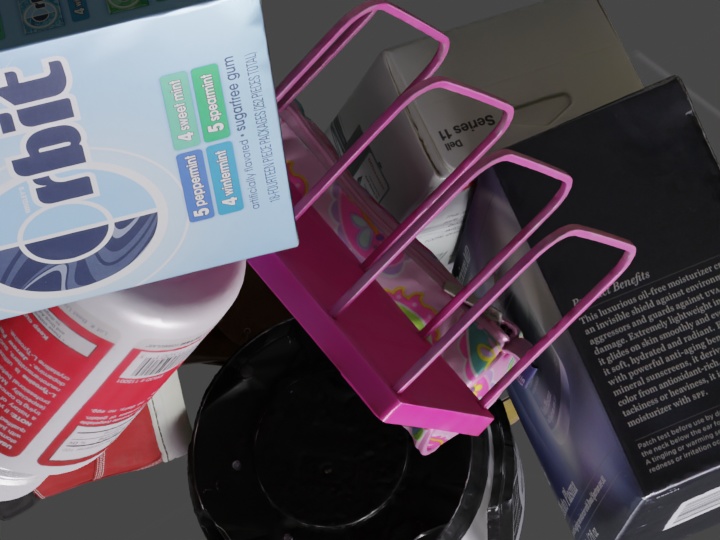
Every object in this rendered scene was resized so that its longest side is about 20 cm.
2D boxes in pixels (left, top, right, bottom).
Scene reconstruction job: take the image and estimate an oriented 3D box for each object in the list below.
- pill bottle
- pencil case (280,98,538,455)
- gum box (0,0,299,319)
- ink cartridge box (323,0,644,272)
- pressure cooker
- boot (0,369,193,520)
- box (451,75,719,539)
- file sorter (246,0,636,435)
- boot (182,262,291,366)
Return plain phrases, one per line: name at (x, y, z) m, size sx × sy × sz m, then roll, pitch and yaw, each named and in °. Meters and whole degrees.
pill bottle at (-0.148, 0.030, 1.398) m, size 0.112 × 0.113 × 0.200 m, roll -13°, pitch 156°, yaw -42°
pencil case at (0.000, 0.000, 1.464) m, size 0.087 × 0.200 × 0.087 m, roll -43°, pitch 169°, yaw -10°
gum box at (-0.133, -0.053, 1.184) m, size 0.199 × 0.045 × 0.170 m, roll -15°, pitch 144°, yaw -5°
ink cartridge box at (0.055, -0.063, 1.584) m, size 0.146 × 0.083 × 0.200 m, roll -18°, pitch 164°, yaw -27°
pressure cooker at (0.002, 0.123, 1.616) m, size 0.176 × 0.178 × 0.200 m, roll -47°, pitch 159°, yaw -7°
boot at (-0.174, 0.055, 1.522) m, size 0.143 × 0.073 × 0.201 m, roll -21°, pitch 138°, yaw -10°
box at (0.145, 0.035, 1.514) m, size 0.123 × 0.199 × 0.200 m, roll -21°, pitch 164°, yaw -10°
file sorter at (0.013, -0.041, 1.326) m, size 0.125 × 0.200 × 0.139 m, roll -45°, pitch 162°, yaw 11°
boot at (-0.075, 0.031, 1.645) m, size 0.199 × 0.076 × 0.074 m, roll -29°, pitch 169°, yaw -30°
